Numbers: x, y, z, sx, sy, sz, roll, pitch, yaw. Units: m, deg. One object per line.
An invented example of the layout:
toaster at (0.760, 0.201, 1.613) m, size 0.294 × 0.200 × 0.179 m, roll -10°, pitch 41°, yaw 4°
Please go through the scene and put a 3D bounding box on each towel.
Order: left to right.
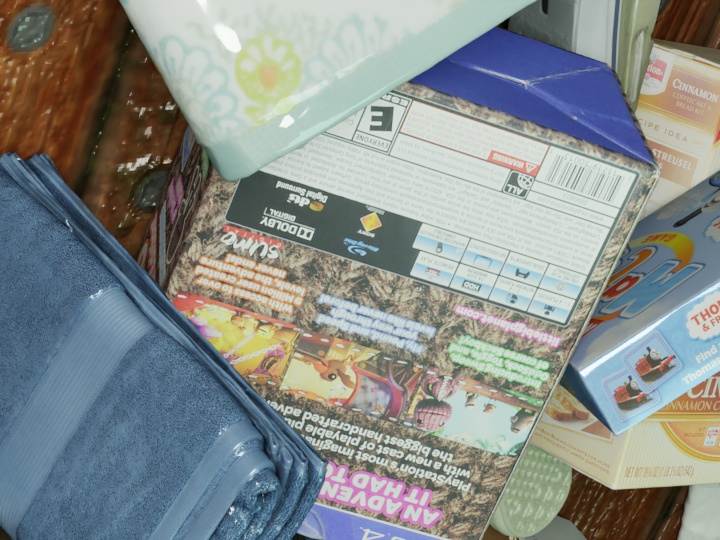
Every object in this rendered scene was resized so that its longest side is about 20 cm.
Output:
towel at (-0.106, 0.050, 0.872) m, size 0.112 × 0.200 × 0.048 m, roll -55°, pitch 152°, yaw 17°
towel at (-0.005, -0.151, 0.813) m, size 0.200 × 0.048 × 0.171 m, roll -33°, pitch 102°, yaw -16°

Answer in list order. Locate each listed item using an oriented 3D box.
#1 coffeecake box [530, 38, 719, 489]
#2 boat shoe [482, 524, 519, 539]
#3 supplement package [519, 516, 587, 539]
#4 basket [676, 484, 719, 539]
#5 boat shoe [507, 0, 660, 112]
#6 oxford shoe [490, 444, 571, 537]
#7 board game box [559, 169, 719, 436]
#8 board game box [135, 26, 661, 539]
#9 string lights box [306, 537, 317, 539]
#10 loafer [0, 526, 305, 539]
coffeecake box at (0.172, -0.002, 1.133) m, size 0.153 × 0.073 × 0.201 m, roll 3°, pitch 107°, yaw -44°
boat shoe at (0.006, 0.163, 1.149) m, size 0.200 × 0.072 × 0.068 m, roll -23°, pitch 178°, yaw -30°
supplement package at (0.055, 0.233, 1.279) m, size 0.200 × 0.114 × 0.109 m, roll -49°, pitch 143°, yaw 11°
basket at (0.315, 0.139, 1.353) m, size 0.161 × 0.200 × 0.199 m, roll -21°, pitch 140°, yaw -29°
boat shoe at (0.100, -0.094, 1.019) m, size 0.062 × 0.072 × 0.200 m, roll -19°, pitch 134°, yaw -27°
oxford shoe at (0.059, 0.043, 1.139) m, size 0.075 × 0.058 × 0.200 m, roll -31°, pitch 131°, yaw -28°
board game box at (0.164, -0.012, 0.976) m, size 0.200 × 0.151 × 0.037 m, roll -33°, pitch 101°, yaw -2°
board game box at (0.000, 0.000, 0.935) m, size 0.159 × 0.097 × 0.200 m, roll 18°, pitch 115°, yaw -14°
string lights box at (-0.032, 0.192, 1.032) m, size 0.059 × 0.103 × 0.200 m, roll 34°, pitch 96°, yaw -19°
loafer at (-0.121, 0.105, 0.964) m, size 0.199 × 0.073 × 0.071 m, roll -3°, pitch 167°, yaw -6°
